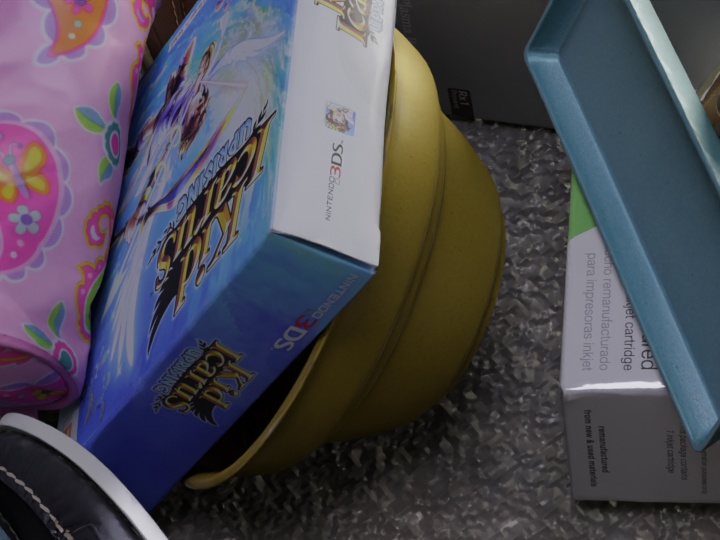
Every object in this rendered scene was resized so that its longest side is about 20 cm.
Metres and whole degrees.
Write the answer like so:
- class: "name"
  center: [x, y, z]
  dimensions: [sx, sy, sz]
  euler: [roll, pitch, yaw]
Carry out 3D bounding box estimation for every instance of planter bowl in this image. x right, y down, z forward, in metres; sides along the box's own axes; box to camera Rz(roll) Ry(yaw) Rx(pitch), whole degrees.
- class: "planter bowl"
  center: [0.000, 0.000, 0.907]
  dimensions: [0.083, 0.200, 0.202]
  euler: [20, 53, -20]

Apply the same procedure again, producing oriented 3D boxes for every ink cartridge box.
- class: "ink cartridge box"
  center: [0.180, 0.009, 0.895]
  dimensions: [0.198, 0.084, 0.146]
  euler: [0, 54, 9]

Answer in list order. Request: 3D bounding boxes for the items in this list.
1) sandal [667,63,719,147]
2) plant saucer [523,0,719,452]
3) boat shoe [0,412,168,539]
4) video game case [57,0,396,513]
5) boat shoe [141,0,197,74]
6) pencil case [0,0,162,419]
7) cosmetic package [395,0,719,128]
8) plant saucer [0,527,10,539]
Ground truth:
- class: "sandal"
  center: [0.200, -0.098, 0.885]
  dimensions: [0.199, 0.080, 0.054]
  euler: [-34, 81, -23]
- class: "plant saucer"
  center: [0.109, -0.034, 0.849]
  dimensions: [0.019, 0.070, 0.201]
  euler: [2, 48, -25]
- class: "boat shoe"
  center: [-0.083, 0.131, 0.830]
  dimensions: [0.060, 0.074, 0.200]
  euler: [-37, 65, -22]
- class: "video game case"
  center: [-0.052, -0.031, 0.885]
  dimensions: [0.045, 0.200, 0.182]
  euler: [19, 51, -21]
- class: "boat shoe"
  center: [-0.065, -0.158, 1.013]
  dimensions: [0.072, 0.067, 0.202]
  euler: [-5, 86, -35]
- class: "pencil case"
  center: [-0.132, -0.040, 0.914]
  dimensions: [0.087, 0.088, 0.201]
  euler: [2, 64, 11]
- class: "cosmetic package"
  center: [0.087, -0.121, 0.991]
  dimensions: [0.198, 0.107, 0.091]
  euler: [10, 57, 18]
- class: "plant saucer"
  center: [-0.211, 0.121, 0.913]
  dimensions: [0.198, 0.036, 0.201]
  euler: [-5, 54, 7]
